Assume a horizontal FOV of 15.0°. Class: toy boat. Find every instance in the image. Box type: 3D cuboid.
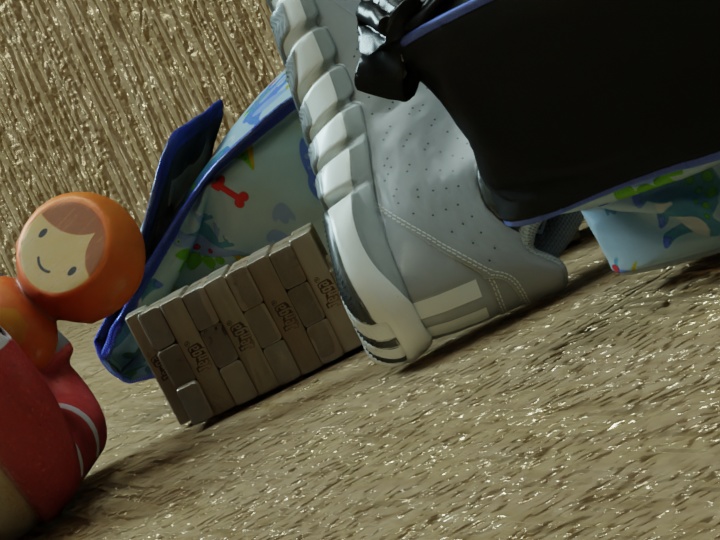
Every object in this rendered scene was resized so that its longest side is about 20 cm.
[{"bbox_3d":[-0.139,0.022,1.085,0.131,0.131,0.200,-45,4,5],"label":"toy boat"}]

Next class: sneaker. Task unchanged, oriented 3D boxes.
[{"bbox_3d":[0.034,-0.066,1.034,0.115,0.201,0.075,-17,-25,5],"label":"sneaker"}]

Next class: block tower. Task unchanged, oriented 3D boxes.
[{"bbox_3d":[0.000,0.000,1.152,0.199,0.054,0.058,-27,4,3],"label":"block tower"}]

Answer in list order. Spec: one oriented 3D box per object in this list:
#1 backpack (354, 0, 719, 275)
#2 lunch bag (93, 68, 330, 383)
[{"bbox_3d":[0.123,-0.103,0.899,0.182,0.147,0.200,-22,26,32],"label":"backpack"},{"bbox_3d":[-0.035,-0.030,1.329,0.200,0.128,0.170,-38,4,13],"label":"lunch bag"}]
